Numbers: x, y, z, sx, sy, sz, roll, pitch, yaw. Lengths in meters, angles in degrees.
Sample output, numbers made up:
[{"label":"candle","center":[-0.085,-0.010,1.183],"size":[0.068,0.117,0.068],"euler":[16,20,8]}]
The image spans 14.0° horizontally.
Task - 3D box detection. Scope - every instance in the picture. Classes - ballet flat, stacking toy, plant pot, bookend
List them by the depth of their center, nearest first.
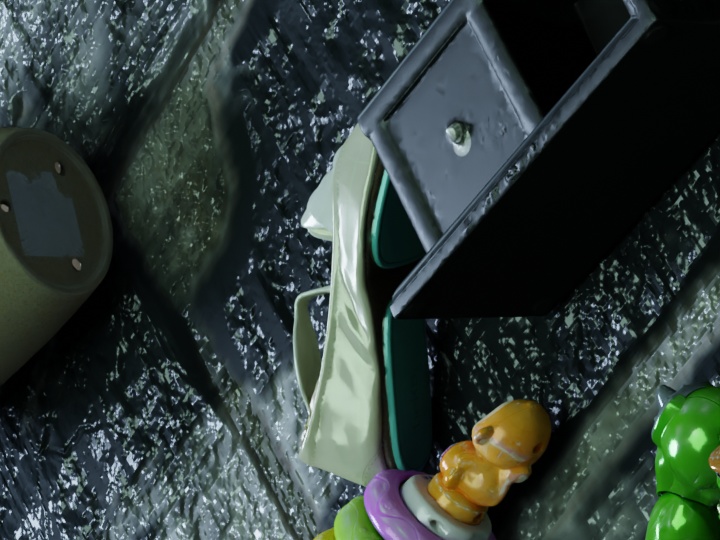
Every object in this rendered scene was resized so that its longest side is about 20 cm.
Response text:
[{"label":"bookend","center":[0.062,-0.117,1.256],"size":[0.199,0.092,0.200],"euler":[-49,54,39]},{"label":"stacking toy","center":[0.021,0.133,1.319],"size":[0.110,0.116,0.200],"euler":[49,115,34]},{"label":"ballet flat","center":[0.000,0.000,1.347],"size":[0.069,0.069,0.200],"euler":[10,98,50]},{"label":"plant pot","center":[-0.236,0.001,1.572],"size":[0.200,0.187,0.187],"euler":[-21,74,34]}]

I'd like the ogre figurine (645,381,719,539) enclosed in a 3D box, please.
[{"label":"ogre figurine","center":[0.178,0.099,1.127],"size":[0.200,0.098,0.120],"euler":[8,115,65]}]
